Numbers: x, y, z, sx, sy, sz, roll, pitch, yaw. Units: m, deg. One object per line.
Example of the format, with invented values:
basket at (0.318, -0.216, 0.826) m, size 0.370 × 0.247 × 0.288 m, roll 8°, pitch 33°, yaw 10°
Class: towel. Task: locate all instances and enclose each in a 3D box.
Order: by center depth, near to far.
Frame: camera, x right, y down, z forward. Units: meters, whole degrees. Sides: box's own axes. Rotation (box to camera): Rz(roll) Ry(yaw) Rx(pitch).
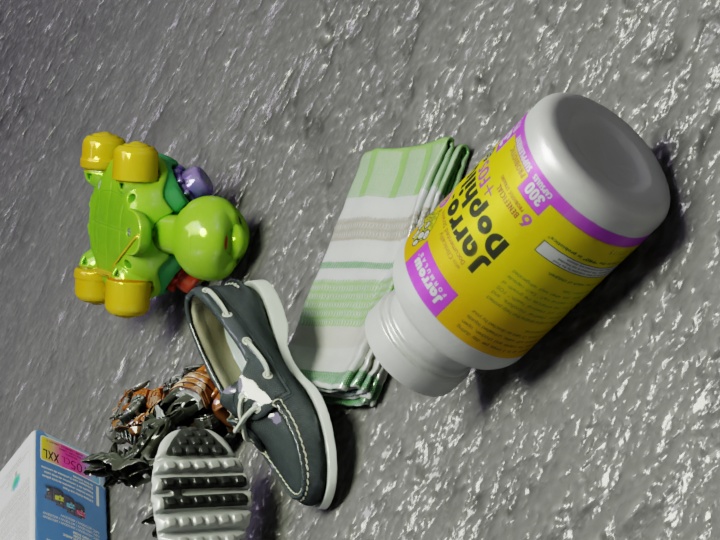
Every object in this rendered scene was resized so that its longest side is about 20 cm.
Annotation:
towel at (0.000, 0.000, 1.725) m, size 0.149 × 0.031 × 0.200 m, roll -3°, pitch 64°, yaw 61°

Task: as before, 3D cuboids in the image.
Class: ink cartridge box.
ink cartridge box at (-0.267, 0.250, 1.941) m, size 0.136 × 0.076 × 0.200 m, roll -50°, pitch 27°, yaw 28°

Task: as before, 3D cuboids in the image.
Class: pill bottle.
pill bottle at (0.090, -0.009, 1.478) m, size 0.200 × 0.104 × 0.104 m, roll -47°, pitch 30°, yaw 32°

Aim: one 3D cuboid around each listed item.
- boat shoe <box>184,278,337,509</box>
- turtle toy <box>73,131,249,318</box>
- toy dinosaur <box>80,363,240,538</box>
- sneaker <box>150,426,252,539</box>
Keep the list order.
boat shoe at (-0.072, 0.088, 1.689) m, size 0.200 × 0.060 × 0.076 m, roll 62°, pitch 143°, yaw 42°
turtle toy at (-0.163, -0.034, 1.981) m, size 0.200 × 0.101 × 0.146 m, roll 18°, pitch 106°, yaw 62°
toy dinosaur at (-0.133, 0.117, 1.803) m, size 0.136 × 0.102 × 0.200 m, roll -60°, pitch 11°, yaw -29°
sneaker at (-0.114, 0.205, 1.677) m, size 0.081 × 0.075 × 0.200 m, roll 125°, pitch 143°, yaw -52°
